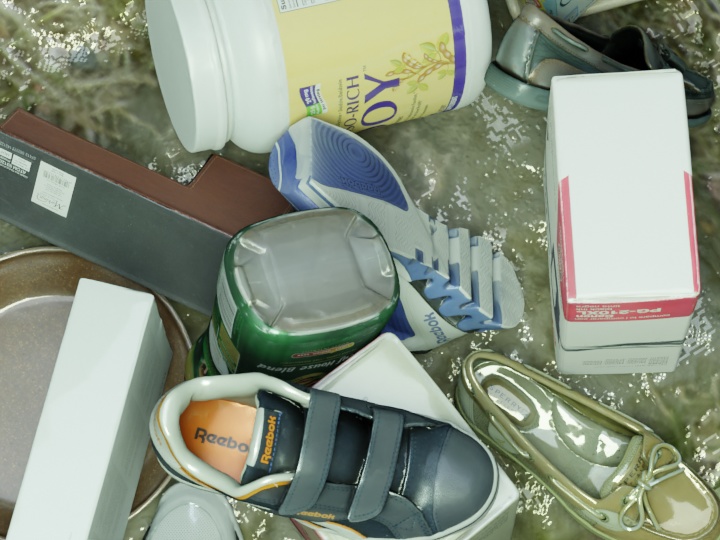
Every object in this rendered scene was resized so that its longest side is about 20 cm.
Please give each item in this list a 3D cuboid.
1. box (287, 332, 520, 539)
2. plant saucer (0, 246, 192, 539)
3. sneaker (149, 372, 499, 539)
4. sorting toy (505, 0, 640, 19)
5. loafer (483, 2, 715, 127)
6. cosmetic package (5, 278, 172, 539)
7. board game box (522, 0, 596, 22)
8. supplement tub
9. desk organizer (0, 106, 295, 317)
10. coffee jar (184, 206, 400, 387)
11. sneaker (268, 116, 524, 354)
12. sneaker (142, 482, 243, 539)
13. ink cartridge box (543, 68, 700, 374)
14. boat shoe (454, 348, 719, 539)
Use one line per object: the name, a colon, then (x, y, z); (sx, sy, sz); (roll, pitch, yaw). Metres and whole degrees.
box: (0.016, 0.138, 1.384); (0.109, 0.200, 0.128); (-37, 76, -8)
plant saucer: (-0.205, 0.085, 1.486); (0.199, 0.037, 0.201); (0, 75, 1)
sneaker: (-0.022, 0.105, 1.252); (0.199, 0.079, 0.079); (7, 75, 5)
sorting toy: (0.179, -0.278, 1.584); (0.199, 0.036, 0.186); (-14, 75, -4)
loafer: (0.169, -0.134, 1.474); (0.072, 0.199, 0.063); (35, 115, 42)
cosmetic package: (-0.168, 0.122, 1.380); (0.051, 0.151, 0.201); (13, 74, 6)
board game box: (0.100, -0.275, 1.523); (0.105, 0.103, 0.200); (-42, 75, -5)
supplement tub: (-0.029, -0.159, 1.475); (0.199, 0.145, 0.146); (-14, 75, -13)
desk organizer: (-0.145, -0.046, 1.490); (0.199, 0.072, 0.077); (24, 39, 7)
coffee jar: (-0.047, 0.044, 1.391); (0.104, 0.200, 0.086); (-12, 67, -19)
sneaker: (0.001, 0.000, 1.455); (0.115, 0.199, 0.081); (-33, 35, 31)
sneaker: (-0.115, 0.223, 1.406); (0.075, 0.115, 0.201); (8, 75, 2)
ink cartridge box: (0.163, -0.025, 1.430); (0.084, 0.200, 0.145); (-3, 74, 3)
boat shoe: (0.149, 0.118, 1.460); (0.200, 0.063, 0.073); (37, 78, 10)
